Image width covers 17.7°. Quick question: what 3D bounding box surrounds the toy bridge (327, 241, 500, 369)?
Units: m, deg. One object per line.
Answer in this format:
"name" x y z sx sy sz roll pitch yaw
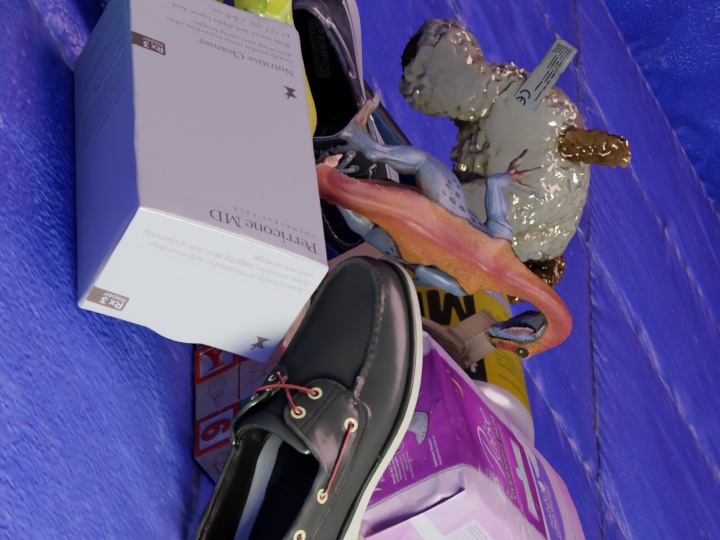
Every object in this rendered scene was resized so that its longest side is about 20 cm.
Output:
"toy bridge" 0.000 0.000 1.435 0.200 0.067 0.027 41 -40 30

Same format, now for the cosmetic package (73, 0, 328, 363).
"cosmetic package" -0.088 -0.057 1.223 0.112 0.081 0.201 16 38 -25

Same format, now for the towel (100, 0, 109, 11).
"towel" -0.124 -0.218 1.402 0.145 0.024 0.201 -9 86 -55

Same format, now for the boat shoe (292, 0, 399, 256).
"boat shoe" -0.019 -0.091 1.527 0.068 0.071 0.201 -65 151 -63

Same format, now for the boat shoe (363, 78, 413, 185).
"boat shoe" 0.017 -0.079 1.668 0.201 0.084 0.069 65 12 -4

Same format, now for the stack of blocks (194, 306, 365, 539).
"stack of blocks" -0.017 0.116 1.299 0.200 0.058 0.115 54 19 -34

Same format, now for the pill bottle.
"pill bottle" 0.049 0.080 1.463 0.114 0.114 0.201 52 20 -38

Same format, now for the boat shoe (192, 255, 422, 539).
"boat shoe" -0.026 0.083 1.152 0.063 0.073 0.202 33 73 -45

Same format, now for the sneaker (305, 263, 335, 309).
"sneaker" -0.048 0.019 1.338 0.200 0.071 0.080 49 21 -21

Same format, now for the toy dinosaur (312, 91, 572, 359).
"toy dinosaur" 0.044 -0.006 1.325 0.181 0.105 0.200 41 25 -3

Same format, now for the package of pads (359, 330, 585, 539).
"package of pads" 0.060 0.131 1.277 0.200 0.075 0.121 48 20 -46

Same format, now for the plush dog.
"plush dog" 0.114 -0.071 1.615 0.172 0.159 0.201 38 49 -77

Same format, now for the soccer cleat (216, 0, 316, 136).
"soccer cleat" -0.066 -0.163 1.371 0.065 0.083 0.201 -42 113 -53
